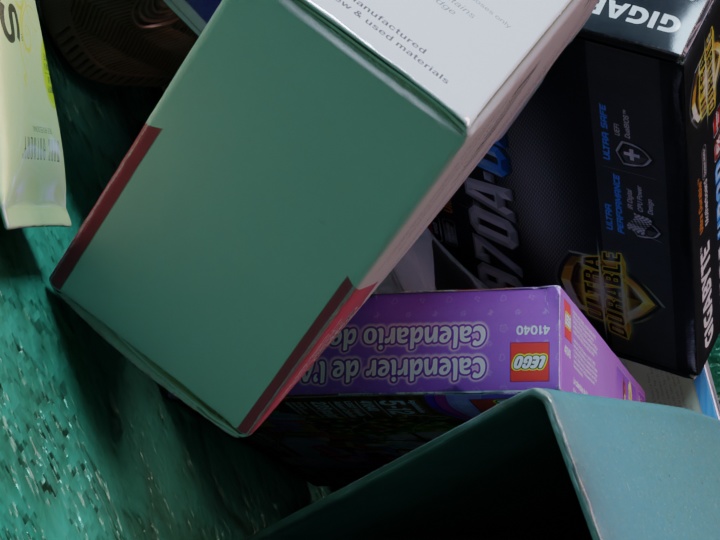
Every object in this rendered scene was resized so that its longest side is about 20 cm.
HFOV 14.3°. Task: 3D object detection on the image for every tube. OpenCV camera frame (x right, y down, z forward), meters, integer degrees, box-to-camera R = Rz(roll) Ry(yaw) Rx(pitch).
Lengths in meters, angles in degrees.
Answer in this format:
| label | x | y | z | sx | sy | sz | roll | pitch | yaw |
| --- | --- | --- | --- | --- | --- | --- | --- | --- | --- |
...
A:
| label | x | y | z | sx | sy | sz | roll | pitch | yaw |
| --- | --- | --- | --- | --- | --- | --- | --- | --- | --- |
| tube | -0.122 | -0.108 | 0.837 | 0.058 | 0.052 | 0.201 | -15 | 88 | -41 |

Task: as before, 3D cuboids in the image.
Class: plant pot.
| label | x | y | z | sx | sy | sz | roll | pitch | yaw |
| --- | --- | --- | --- | --- | --- | --- | --- | --- | --- |
| plant pot | 0.087 | 0.129 | 0.975 | 0.200 | 0.141 | 0.142 | 1 | 64 | -53 |

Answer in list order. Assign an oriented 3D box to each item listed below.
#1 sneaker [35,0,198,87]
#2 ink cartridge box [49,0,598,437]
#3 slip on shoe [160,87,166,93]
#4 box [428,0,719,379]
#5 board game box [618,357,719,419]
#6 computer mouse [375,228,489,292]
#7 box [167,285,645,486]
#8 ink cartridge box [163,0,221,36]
| label | x | y | z | sx | sy | sz | roll | pitch | yaw |
| --- | --- | --- | --- | --- | --- | --- | --- | --- | --- |
| sneaker | -0.083 | -0.130 | 1.065 | 0.113 | 0.071 | 0.200 | 59 | 16 | 16 |
| ink cartridge box | 0.005 | -0.062 | 0.909 | 0.083 | 0.147 | 0.200 | 37 | 37 | 2 |
| slip on shoe | -0.066 | -0.121 | 1.183 | 0.074 | 0.061 | 0.201 | 45 | 26 | -74 |
| box | 0.061 | -0.052 | 1.091 | 0.046 | 0.158 | 0.200 | -61 | 157 | -30 |
| board game box | 0.065 | -0.006 | 1.215 | 0.034 | 0.134 | 0.201 | 50 | 26 | -70 |
| computer mouse | 0.000 | 0.000 | 1.105 | 0.200 | 0.109 | 0.044 | 45 | 64 | -44 |
| box | 0.023 | 0.046 | 1.046 | 0.200 | 0.136 | 0.039 | 42 | 47 | -71 |
| ink cartridge box | -0.093 | -0.186 | 0.978 | 0.196 | 0.043 | 0.200 | 45 | 20 | -14 |
